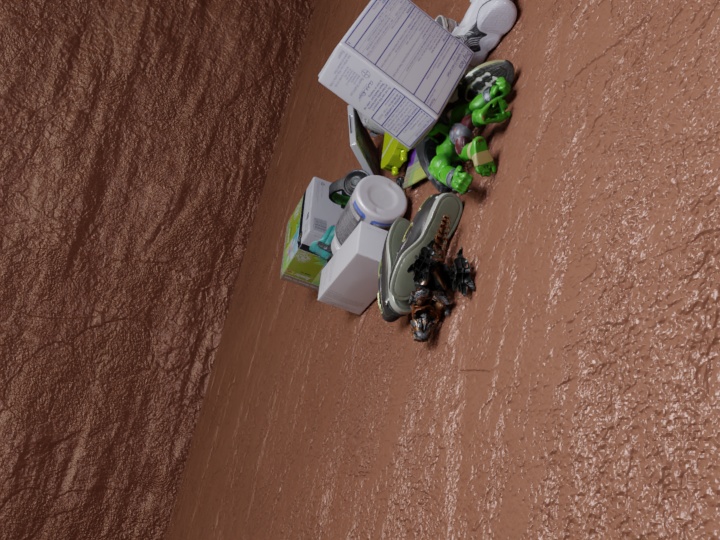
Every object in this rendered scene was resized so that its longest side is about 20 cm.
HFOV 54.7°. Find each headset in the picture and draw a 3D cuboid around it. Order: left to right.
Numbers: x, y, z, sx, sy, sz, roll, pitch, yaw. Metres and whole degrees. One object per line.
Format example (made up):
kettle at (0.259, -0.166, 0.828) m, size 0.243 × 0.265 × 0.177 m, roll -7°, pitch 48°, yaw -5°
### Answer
headset at (0.017, -0.165, 1.538) m, size 0.199 × 0.123 × 0.095 m, roll -13°, pitch 69°, yaw 41°

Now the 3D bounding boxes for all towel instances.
towel at (0.142, -0.270, 1.411) m, size 0.143 × 0.023 × 0.202 m, roll -20°, pitch 54°, yaw 67°

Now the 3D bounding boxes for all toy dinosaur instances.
toy dinosaur at (0.113, 0.010, 1.118) m, size 0.136 × 0.101 × 0.202 m, roll 113°, pitch 150°, yaw -76°

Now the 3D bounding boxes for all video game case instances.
video game case at (0.010, -0.294, 1.665) m, size 0.018 × 0.144 × 0.201 m, roll -21°, pitch 37°, yaw 14°

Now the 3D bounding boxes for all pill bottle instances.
pill bottle at (0.011, -0.096, 1.459) m, size 0.200 × 0.113 × 0.115 m, roll 123°, pitch 158°, yaw -52°

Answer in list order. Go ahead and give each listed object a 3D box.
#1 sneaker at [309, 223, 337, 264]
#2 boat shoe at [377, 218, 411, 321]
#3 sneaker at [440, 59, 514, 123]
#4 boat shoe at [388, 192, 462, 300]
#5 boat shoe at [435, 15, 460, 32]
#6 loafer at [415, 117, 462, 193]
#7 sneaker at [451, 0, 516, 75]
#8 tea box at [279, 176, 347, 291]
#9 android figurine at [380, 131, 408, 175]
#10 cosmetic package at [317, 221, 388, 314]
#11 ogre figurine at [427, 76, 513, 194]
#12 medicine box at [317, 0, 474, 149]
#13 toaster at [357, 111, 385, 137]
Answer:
sneaker at (-0.061, -0.021, 1.573) m, size 0.084 × 0.120 × 0.202 m, roll 106°, pitch 178°, yaw -70°
boat shoe at (0.065, -0.003, 1.272) m, size 0.061 × 0.071 × 0.203 m, roll -42°, pitch 35°, yaw 48°
sneaker at (0.204, -0.332, 1.222) m, size 0.200 × 0.076 × 0.089 m, roll -24°, pitch 41°, yaw 63°
boat shoe at (0.104, -0.042, 1.195) m, size 0.202 × 0.071 × 0.060 m, roll -59°, pitch 25°, yaw -4°
boat shoe at (0.166, -0.449, 1.424) m, size 0.072 × 0.065 × 0.201 m, roll -38°, pitch 31°, yaw 54°
loafer at (0.141, -0.209, 1.288) m, size 0.073 × 0.072 × 0.201 m, roll 98°, pitch 168°, yaw -50°
sneaker at (0.217, -0.457, 1.300) m, size 0.200 × 0.075 × 0.116 m, roll -39°, pitch 35°, yaw 50°
tea box at (-0.104, -0.088, 1.769) m, size 0.201 × 0.133 × 0.197 m, roll -88°, pitch 24°, yaw -43°
android figurine at (0.086, -0.295, 1.504) m, size 0.182 × 0.041 × 0.201 m, roll 122°, pitch 158°, yaw -50°
cosmetic package at (0.000, 0.000, 1.422) m, size 0.200 × 0.107 × 0.085 m, roll -48°, pitch 28°, yaw 48°
ogre figurine at (0.174, -0.219, 1.150) m, size 0.120 × 0.097 × 0.202 m, roll 4°, pitch 87°, yaw 60°
medicine box at (0.063, -0.341, 1.166) m, size 0.183 × 0.199 × 0.103 m, roll -60°, pitch 11°, yaw -32°
toaster at (0.068, -0.412, 1.631) m, size 0.201 × 0.113 × 0.130 m, roll -59°, pitch 25°, yaw 32°
